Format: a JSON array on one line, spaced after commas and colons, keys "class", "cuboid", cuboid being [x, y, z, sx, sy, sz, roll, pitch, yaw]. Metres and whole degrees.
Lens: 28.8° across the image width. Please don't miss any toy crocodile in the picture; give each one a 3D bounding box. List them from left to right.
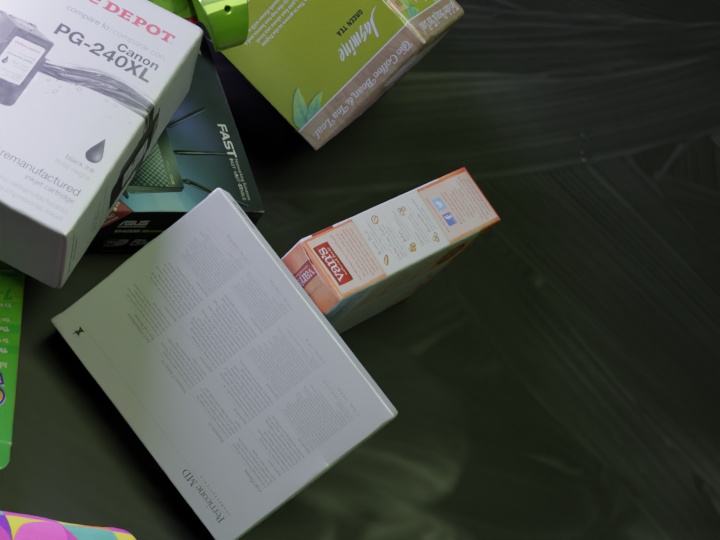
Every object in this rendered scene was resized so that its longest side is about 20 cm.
[{"class": "toy crocodile", "cuboid": [-0.148, -0.213, 1.052, 0.067, 0.200, 0.062, -29, 125, -33]}]

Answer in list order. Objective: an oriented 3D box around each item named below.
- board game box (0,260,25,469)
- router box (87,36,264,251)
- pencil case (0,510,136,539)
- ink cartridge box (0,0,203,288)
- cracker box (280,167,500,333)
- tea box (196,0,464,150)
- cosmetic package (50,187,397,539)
[{"class": "board game box", "cuboid": [-0.276, 0.038, 0.937, 0.095, 0.030, 0.200, 16, 50, -28]}, {"class": "router box", "cuboid": [-0.176, -0.112, 1.088, 0.150, 0.062, 0.200, -2, 63, -39]}, {"class": "pencil case", "cuboid": [-0.228, 0.181, 0.841, 0.200, 0.088, 0.088, 18, 52, -30]}, {"class": "ink cartridge box", "cuboid": [-0.218, -0.111, 0.967, 0.145, 0.083, 0.200, 27, 59, -1]}, {"class": "cracker box", "cuboid": [0.000, 0.000, 1.096, 0.200, 0.134, 0.058, -27, 79, -45]}, {"class": "tea box", "cuboid": [-0.037, -0.231, 1.183, 0.197, 0.134, 0.200, 46, 21, -4]}, {"class": "cosmetic package", "cuboid": [-0.093, 0.067, 0.975, 0.200, 0.151, 0.052, 53, 1, 4]}]
